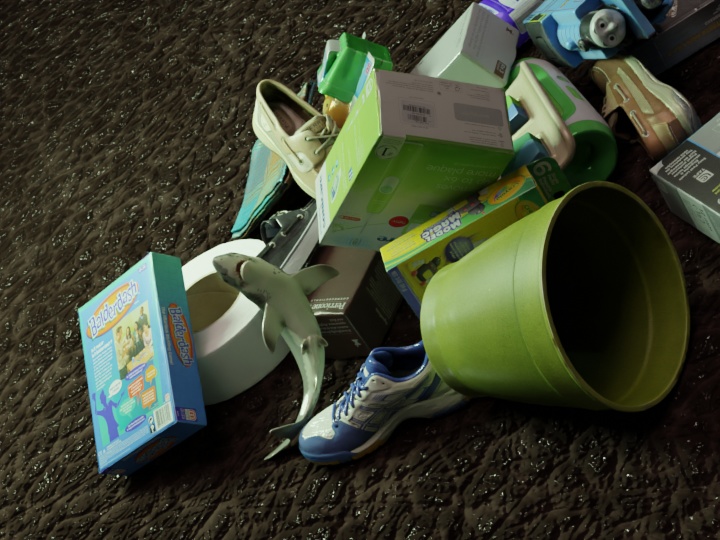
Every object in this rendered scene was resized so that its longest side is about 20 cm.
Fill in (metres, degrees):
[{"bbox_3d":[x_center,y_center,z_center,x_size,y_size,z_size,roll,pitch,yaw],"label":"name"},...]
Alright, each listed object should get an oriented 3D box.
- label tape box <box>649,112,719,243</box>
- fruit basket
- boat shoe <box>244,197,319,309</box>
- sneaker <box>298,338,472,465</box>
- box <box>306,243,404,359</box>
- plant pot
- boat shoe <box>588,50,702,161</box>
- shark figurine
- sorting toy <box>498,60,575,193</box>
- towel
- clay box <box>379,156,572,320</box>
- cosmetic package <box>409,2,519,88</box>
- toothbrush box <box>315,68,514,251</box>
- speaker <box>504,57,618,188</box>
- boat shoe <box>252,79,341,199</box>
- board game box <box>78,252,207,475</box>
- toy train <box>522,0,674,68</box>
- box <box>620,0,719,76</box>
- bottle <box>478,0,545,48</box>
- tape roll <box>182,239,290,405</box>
[{"bbox_3d":[0.388,-0.084,1.399,0.143,0.066,0.200,-38,31,-4],"label":"label tape box"},{"bbox_3d":[-0.030,-0.182,1.799,0.201,0.093,0.185,-63,10,16],"label":"fruit basket"},{"bbox_3d":[-0.084,-0.033,1.658,0.201,0.066,0.070,-60,0,-41],"label":"boat shoe"},{"bbox_3d":[0.014,0.117,1.466,0.199,0.088,0.076,-29,35,12],"label":"sneaker"},{"bbox_3d":[0.000,0.000,1.642,0.099,0.075,0.201,-6,45,38],"label":"box"},{"bbox_3d":[0.162,0.040,1.355,0.192,0.200,0.201,-16,35,47],"label":"plant pot"},{"bbox_3d":[0.291,-0.177,1.600,0.072,0.076,0.200,-37,31,1],"label":"boat shoe"},{"bbox_3d":[-0.076,0.077,1.551,0.127,0.216,0.089,-16,0,-28],"label":"shark figurine"},{"bbox_3d":[0.142,-0.107,1.594,0.201,0.036,0.186,-56,27,23],"label":"sorting toy"},{"bbox_3d":[-0.108,-0.133,1.830,0.200,0.022,0.148,138,147,-62],"label":"towel"},{"bbox_3d":[0.134,-0.020,1.505,0.199,0.115,0.048,-30,34,11],"label":"clay box"},{"bbox_3d":[0.097,-0.209,1.747,0.200,0.074,0.102,-46,19,43],"label":"cosmetic package"},{"bbox_3d":[0.051,-0.105,1.527,0.200,0.144,0.087,124,148,-53],"label":"toothbrush box"},{"bbox_3d":[0.213,-0.164,1.641,0.088,0.089,0.200,-32,33,5],"label":"speaker"},{"bbox_3d":[-0.052,-0.143,1.680,0.072,0.065,0.200,-32,59,-24],"label":"boat shoe"},{"bbox_3d":[-0.243,0.104,1.637,0.152,0.045,0.202,-33,59,39],"label":"board game box"},{"bbox_3d":[0.261,-0.280,1.634,0.114,0.087,0.200,-44,16,-5],"label":"toy train"},{"bbox_3d":[0.356,-0.316,1.737,0.158,0.048,0.201,-33,33,8],"label":"box"},{"bbox_3d":[0.184,-0.318,1.880,0.200,0.065,0.084,-39,34,-6],"label":"bottle"},{"bbox_3d":[-0.162,0.059,1.718,0.201,0.071,0.203,-23,35,18],"label":"tape roll"}]
